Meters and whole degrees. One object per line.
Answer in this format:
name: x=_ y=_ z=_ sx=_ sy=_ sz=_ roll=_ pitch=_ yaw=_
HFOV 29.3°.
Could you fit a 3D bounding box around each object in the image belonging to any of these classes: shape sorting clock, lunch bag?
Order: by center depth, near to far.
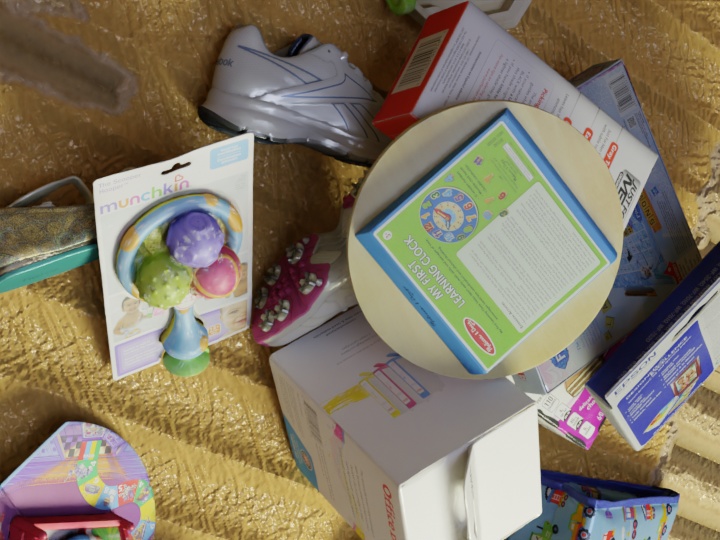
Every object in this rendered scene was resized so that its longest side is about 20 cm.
shape sorting clock: x=0.088 y=-0.020 z=0.964 sx=0.199 sy=0.039 sz=0.201 roll=-3 pitch=104 yaw=-13
lunch bag: x=0.227 y=0.273 z=1.277 sx=0.199 sy=0.094 sz=0.151 roll=12 pitch=95 yaw=-41

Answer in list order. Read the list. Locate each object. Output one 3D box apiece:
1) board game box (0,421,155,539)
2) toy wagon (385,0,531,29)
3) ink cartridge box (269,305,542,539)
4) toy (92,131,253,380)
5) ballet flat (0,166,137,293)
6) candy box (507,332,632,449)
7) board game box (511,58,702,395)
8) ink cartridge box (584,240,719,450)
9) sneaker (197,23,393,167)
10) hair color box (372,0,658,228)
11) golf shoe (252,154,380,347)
board game box: x=-0.213 y=0.213 z=0.988 sx=0.200 sy=0.039 sz=0.158 roll=-46 pitch=131 yaw=-30
toy wagon: x=0.083 y=-0.283 z=1.056 sx=0.155 sy=0.040 sz=0.201 roll=-16 pitch=111 yaw=-26
ink cartridge box: x=0.043 y=0.132 z=1.038 sx=0.125 sy=0.200 sz=0.129 roll=-29 pitch=134 yaw=-21
toy: x=-0.119 y=0.005 z=0.960 sx=0.115 sy=0.047 sz=0.201 roll=-21 pitch=145 yaw=-23
ballet flat: x=-0.177 y=-0.038 z=0.965 sx=0.199 sy=0.071 sz=0.071 roll=-15 pitch=111 yaw=-28
candy box: x=0.153 y=0.046 z=1.175 sx=0.200 sy=0.061 sz=0.137 roll=35 pitch=83 yaw=-32
board game box: x=0.168 y=-0.037 z=1.101 sx=0.199 sy=0.041 sz=0.201 roll=-31 pitch=104 yaw=-27
ink cartridge box: x=0.268 y=0.045 z=1.126 sx=0.198 sy=0.047 sz=0.200 roll=-46 pitch=152 yaw=-2
sneaker: x=-0.020 y=-0.126 z=1.023 sx=0.199 sy=0.074 sz=0.088 roll=11 pitch=92 yaw=-33
hair color box: x=0.117 y=-0.096 z=1.014 sx=0.200 sy=0.061 sz=0.102 roll=35 pitch=73 yaw=-23
golf shoe: x=0.000 y=0.000 z=1.028 sx=0.091 sy=0.076 sz=0.200 roll=29 pitch=123 yaw=-32
